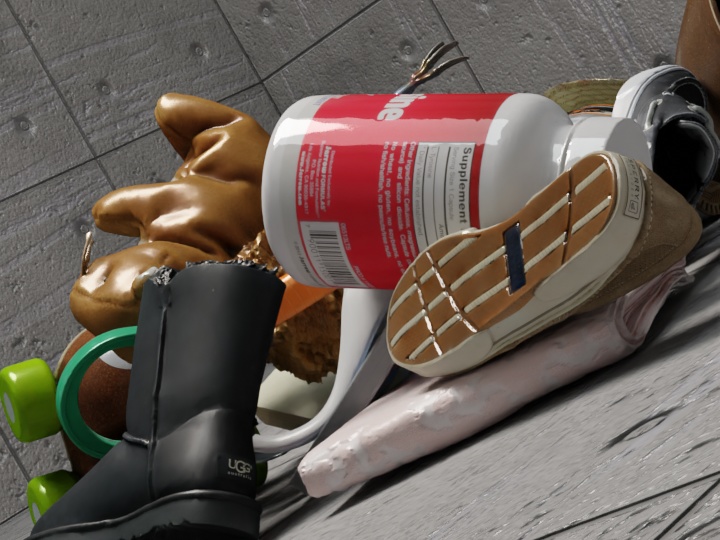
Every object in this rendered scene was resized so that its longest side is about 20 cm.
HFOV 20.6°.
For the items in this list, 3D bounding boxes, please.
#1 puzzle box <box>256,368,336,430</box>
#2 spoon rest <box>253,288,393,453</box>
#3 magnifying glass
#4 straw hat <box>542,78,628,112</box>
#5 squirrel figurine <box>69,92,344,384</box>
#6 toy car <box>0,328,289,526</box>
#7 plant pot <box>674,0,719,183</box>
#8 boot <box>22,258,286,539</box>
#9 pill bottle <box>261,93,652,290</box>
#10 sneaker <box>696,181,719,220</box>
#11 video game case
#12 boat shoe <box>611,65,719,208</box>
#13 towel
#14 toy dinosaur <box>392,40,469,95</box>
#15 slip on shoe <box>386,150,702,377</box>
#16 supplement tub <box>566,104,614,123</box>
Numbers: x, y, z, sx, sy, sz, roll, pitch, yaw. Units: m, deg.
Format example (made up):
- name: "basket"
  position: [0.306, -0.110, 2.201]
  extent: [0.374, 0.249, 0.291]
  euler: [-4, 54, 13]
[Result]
- name: "puzzle box"
  position: [0.016, 0.039, 1.433]
  extent: [0.200, 0.025, 0.133]
  euler: [-48, 22, -18]
- name: "spoon rest"
  position: [-0.006, 0.044, 1.217]
  extent: [0.200, 0.061, 0.099]
  euler: [-43, -7, 1]
- name: "magnifying glass"
  position: [-0.097, 0.047, 1.225]
  extent: [0.200, 0.080, 0.022]
  euler: [-31, 20, -7]
- name: "straw hat"
  position: [0.245, -0.090, 1.697]
  extent: [0.200, 0.085, 0.201]
  euler: [12, -11, 2]
- name: "squirrel figurine"
  position: [-0.089, -0.002, 1.301]
  extent: [0.200, 0.142, 0.187]
  euler: [15, 33, 16]
- name: "toy car"
  position: [-0.128, 0.113, 1.312]
  extent: [0.164, 0.158, 0.200]
  euler: [-17, 9, -22]
- name: "plant pot"
  position: [0.284, -0.137, 1.322]
  extent: [0.187, 0.187, 0.200]
  euler: [-30, -13, -22]
- name: "boot"
  position: [-0.120, 0.090, 1.167]
  extent: [0.076, 0.169, 0.200]
  euler: [23, -31, -34]
- name: "pill bottle"
  position: [0.055, -0.043, 1.103]
  extent: [0.200, 0.113, 0.112]
  euler: [2, 17, 27]
- name: "sneaker"
  position: [0.264, -0.082, 1.539]
  extent: [0.108, 0.070, 0.200]
  euler: [-26, 6, 45]
- name: "video game case"
  position: [0.027, 0.055, 1.243]
  extent: [0.143, 0.017, 0.200]
  euler: [-58, -9, 18]
- name: "boat shoe"
  position: [0.185, -0.071, 1.190]
  extent: [0.068, 0.072, 0.200]
  euler: [-21, 18, 36]
- name: "towel"
  position: [0.082, 0.054, 1.090]
  extent: [0.200, 0.032, 0.191]
  euler: [-29, 0, 24]
- name: "toy dinosaur"
  position: [0.031, -0.066, 1.445]
  extent: [0.200, 0.105, 0.181]
  euler: [-48, 18, -24]
- name: "slip on shoe"
  position: [0.088, 0.004, 1.004]
  extent: [0.060, 0.076, 0.200]
  euler: [17, -37, -30]
- name: "supplement tub"
  position: [0.162, -0.050, 1.356]
  extent: [0.122, 0.123, 0.200]
  euler: [-30, 1, 14]
